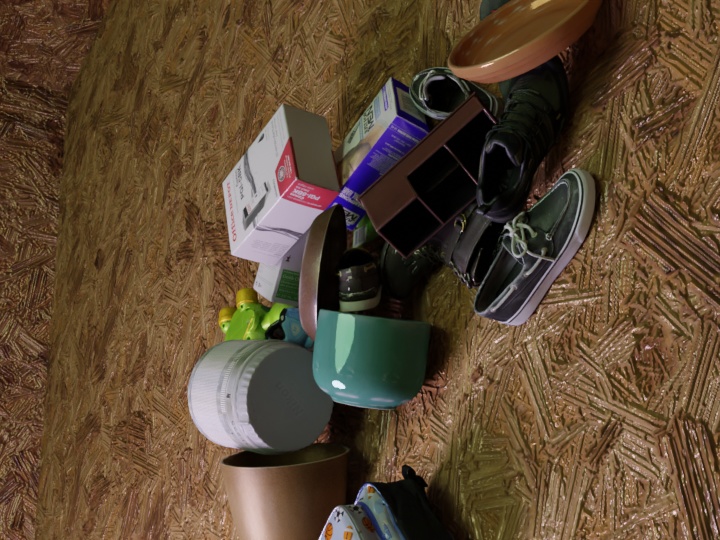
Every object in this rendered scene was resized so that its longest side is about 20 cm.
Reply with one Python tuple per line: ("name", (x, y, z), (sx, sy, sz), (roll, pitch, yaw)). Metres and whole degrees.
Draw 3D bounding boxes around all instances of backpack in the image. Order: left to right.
("backpack", (0.028, 0.370, 1.141), (0.201, 0.152, 0.193), (58, 139, 48))

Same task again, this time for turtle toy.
("turtle toy", (-0.168, 0.109, 1.627), (0.200, 0.100, 0.148), (-41, 45, 46))

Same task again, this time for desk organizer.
("desk organizer", (0.098, -0.115, 1.191), (0.199, 0.072, 0.077), (-41, 38, 11))

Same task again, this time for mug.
("mug", (0.014, 0.118, 1.267), (0.185, 0.149, 0.116), (21, -104, -80))

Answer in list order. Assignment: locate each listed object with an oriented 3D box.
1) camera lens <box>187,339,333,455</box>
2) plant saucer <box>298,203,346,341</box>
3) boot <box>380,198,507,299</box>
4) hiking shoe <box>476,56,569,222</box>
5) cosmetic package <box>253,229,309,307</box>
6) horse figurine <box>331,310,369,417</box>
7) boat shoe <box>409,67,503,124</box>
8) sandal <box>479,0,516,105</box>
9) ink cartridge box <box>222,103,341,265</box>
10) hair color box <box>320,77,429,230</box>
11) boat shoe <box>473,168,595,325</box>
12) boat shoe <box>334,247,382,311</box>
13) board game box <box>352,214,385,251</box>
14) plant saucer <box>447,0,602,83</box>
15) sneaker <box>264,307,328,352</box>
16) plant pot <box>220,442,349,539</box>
("camera lens", (-0.149, 0.182, 1.400), (0.199, 0.158, 0.163), (-6, 73, 56))
("plant saucer", (-0.054, 0.006, 1.342), (0.200, 0.034, 0.204), (6, -90, -82))
("boot", (0.106, -0.023, 1.225), (0.202, 0.068, 0.174), (-66, 30, 16))
("hiking shoe", (0.184, -0.151, 1.085), (0.101, 0.075, 0.203), (-6, -66, -75))
("cosmetic package", (-0.090, -0.048, 1.545), (0.085, 0.106, 0.203), (29, 106, 59))
("horse figurine", (-0.024, 0.130, 1.418), (0.132, 0.049, 0.203), (-2, 75, 66))
("boat shoe", (0.114, -0.241, 1.288), (0.200, 0.070, 0.073), (34, 101, 56))
("sandal", (0.182, -0.288, 1.217), (0.075, 0.044, 0.203), (-46, 42, 44))
("ink cartridge box", (-0.125, -0.126, 1.451), (0.200, 0.082, 0.149), (-45, 46, 39))
("hair color box", (0.016, -0.170, 1.413), (0.201, 0.064, 0.110), (-52, 27, 31))
("boat shoe", (0.190, -0.029, 1.079), (0.201, 0.067, 0.074), (-60, 34, 28))
("boat shoe", (0.000, 0.000, 1.341), (0.201, 0.070, 0.062), (-86, -12, -76))
("board game box", (0.049, -0.099, 1.397), (0.199, 0.030, 0.097), (-31, 50, 56))
("plant saucer", (0.194, -0.276, 1.109), (0.198, 0.038, 0.201), (-29, 24, 14))
("sneaker", (-0.105, 0.103, 1.496), (0.201, 0.088, 0.079), (114, 167, -59))
("plant pot", (-0.099, 0.360, 1.356), (0.186, 0.184, 0.204), (-8, 86, 59))
